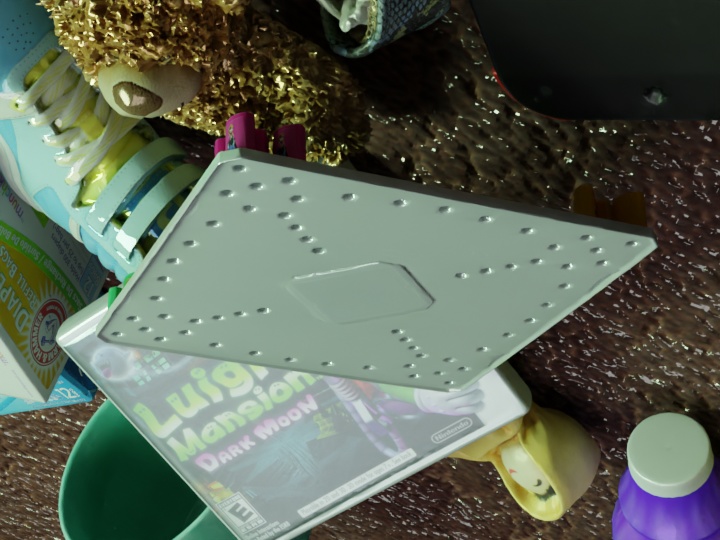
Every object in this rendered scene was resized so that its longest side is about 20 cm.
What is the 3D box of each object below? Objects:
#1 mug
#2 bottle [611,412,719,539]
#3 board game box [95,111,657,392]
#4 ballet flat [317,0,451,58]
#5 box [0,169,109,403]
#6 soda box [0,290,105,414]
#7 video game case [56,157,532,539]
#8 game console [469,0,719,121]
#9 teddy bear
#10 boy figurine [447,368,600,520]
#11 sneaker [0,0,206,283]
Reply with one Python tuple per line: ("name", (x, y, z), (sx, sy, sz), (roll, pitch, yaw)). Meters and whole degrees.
("mug", (-0.090, 0.147, 1.041), (0.183, 0.153, 0.114), (-5, 143, 36))
("bottle", (0.192, 0.157, 0.965), (0.083, 0.066, 0.201), (7, 145, 22))
("board game box", (0.000, 0.000, 0.733), (0.198, 0.026, 0.200), (10, 154, -21))
("ballet flat", (-0.016, -0.157, 0.600), (0.073, 0.075, 0.201), (3, 142, 28))
("box", (-0.229, -0.029, 0.899), (0.100, 0.113, 0.201), (9, 148, 21))
("soda box", (-0.246, 0.052, 1.073), (0.199, 0.068, 0.064), (-12, 136, 43))
("video game case", (-0.037, 0.053, 0.882), (0.199, 0.023, 0.182), (-31, 112, 24))
("game console", (0.126, -0.127, 0.617), (0.198, 0.031, 0.178), (3, 139, 28))
("teddy bear", (-0.064, -0.082, 0.696), (0.144, 0.067, 0.200), (29, 179, 3))
("boy figurine", (0.045, 0.080, 0.944), (0.199, 0.065, 0.124), (31, 145, -8))
("sneaker", (-0.128, -0.069, 0.773), (0.130, 0.080, 0.201), (37, 165, 23))
